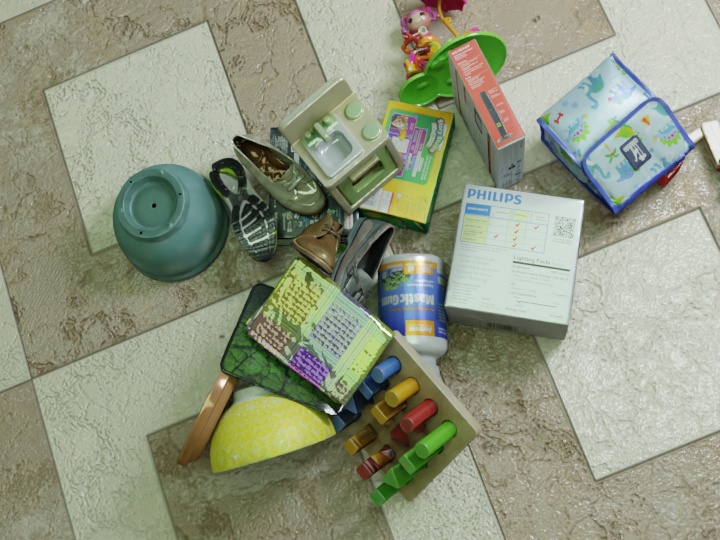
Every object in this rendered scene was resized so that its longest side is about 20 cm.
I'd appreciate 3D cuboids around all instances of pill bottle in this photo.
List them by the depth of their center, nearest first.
[{"bbox_3d":[0.083,0.083,1.577,0.110,0.112,0.203,-3,75,7],"label":"pill bottle"}]

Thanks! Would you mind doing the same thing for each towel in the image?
[{"bbox_3d":[-0.062,0.089,1.480,0.199,0.023,0.144,36,91,10],"label":"towel"}]

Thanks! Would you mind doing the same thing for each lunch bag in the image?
[{"bbox_3d":[0.408,-0.214,1.589,0.170,0.127,0.201,-40,72,5],"label":"lunch bag"}]

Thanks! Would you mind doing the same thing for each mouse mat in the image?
[{"bbox_3d":[-0.098,0.118,1.508,0.197,0.008,0.163,22,61,-2],"label":"mouse mat"}]

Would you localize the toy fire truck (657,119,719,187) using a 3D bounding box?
[{"bbox_3d":[0.588,-0.196,1.609,0.141,0.049,0.201,38,83,16],"label":"toy fire truck"}]

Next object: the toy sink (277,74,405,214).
[{"bbox_3d":[-0.024,-0.192,1.554,0.130,0.200,0.112,-40,68,0],"label":"toy sink"}]

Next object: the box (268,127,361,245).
[{"bbox_3d":[-0.077,-0.148,1.687,0.156,0.046,0.203,-3,76,7],"label":"box"}]

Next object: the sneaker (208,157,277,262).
[{"bbox_3d":[-0.189,-0.095,1.663,0.073,0.081,0.202,-24,64,-5],"label":"sneaker"}]

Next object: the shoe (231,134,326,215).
[{"bbox_3d":[-0.141,-0.162,1.648,0.199,0.053,0.070,38,85,15],"label":"shoe"}]

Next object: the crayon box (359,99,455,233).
[{"bbox_3d":[0.081,-0.177,1.667,0.117,0.058,0.203,14,78,10],"label":"crayon box"}]

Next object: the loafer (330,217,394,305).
[{"bbox_3d":[0.000,0.000,1.541,0.062,0.072,0.202,1,55,26],"label":"loafer"}]

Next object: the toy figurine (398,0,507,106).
[{"bbox_3d":[0.129,-0.405,1.695,0.198,0.150,0.186,-28,61,15],"label":"toy figurine"}]

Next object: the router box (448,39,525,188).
[{"bbox_3d":[0.204,-0.246,1.593,0.048,0.200,0.181,-25,75,2],"label":"router box"}]

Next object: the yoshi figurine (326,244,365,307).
[{"bbox_3d":[-0.043,0.057,1.610,0.110,0.112,0.203,20,77,-4],"label":"yoshi figurine"}]

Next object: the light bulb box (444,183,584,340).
[{"bbox_3d":[0.246,-0.012,1.571,0.195,0.125,0.203,9,77,10],"label":"light bulb box"}]

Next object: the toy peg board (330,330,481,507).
[{"bbox_3d":[0.043,0.237,1.495,0.200,0.097,0.201,48,128,14],"label":"toy peg board"}]

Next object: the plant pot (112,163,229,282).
[{"bbox_3d":[-0.333,-0.095,1.664,0.197,0.134,0.204,-2,76,7],"label":"plant pot"}]

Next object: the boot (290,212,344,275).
[{"bbox_3d":[-0.061,-0.048,1.543,0.074,0.200,0.076,42,95,-14],"label":"boot"}]

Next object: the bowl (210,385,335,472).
[{"bbox_3d":[-0.146,0.229,1.520,0.197,0.200,0.109,-17,84,3],"label":"bowl"}]

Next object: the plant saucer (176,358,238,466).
[{"bbox_3d":[-0.229,0.214,1.545,0.032,0.200,0.202,27,81,-3],"label":"plant saucer"}]
